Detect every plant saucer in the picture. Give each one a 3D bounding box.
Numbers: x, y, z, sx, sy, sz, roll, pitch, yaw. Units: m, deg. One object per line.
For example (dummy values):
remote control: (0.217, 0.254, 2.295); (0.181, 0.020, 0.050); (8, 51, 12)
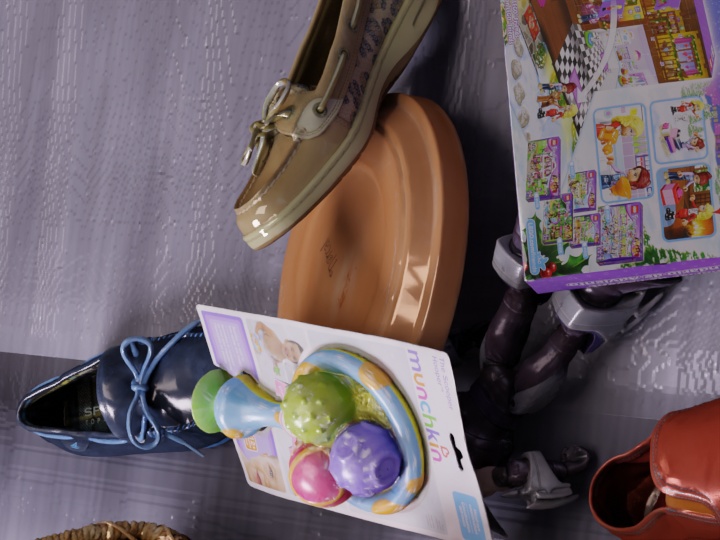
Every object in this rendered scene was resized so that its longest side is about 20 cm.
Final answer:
plant saucer: (0.000, 0.000, 1.592); (0.200, 0.032, 0.201); (-43, 41, 53)

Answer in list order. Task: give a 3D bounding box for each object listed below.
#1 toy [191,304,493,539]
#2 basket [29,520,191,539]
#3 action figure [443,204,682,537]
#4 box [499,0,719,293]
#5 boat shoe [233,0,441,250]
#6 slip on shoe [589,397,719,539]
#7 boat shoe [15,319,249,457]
toy: (-0.022, 0.088, 1.533); (0.200, 0.047, 0.116); (13, 124, 50)
basket: (-0.122, 0.239, 1.631); (0.142, 0.149, 0.201); (-28, 61, 12)
action figure: (0.081, 0.058, 1.521); (0.130, 0.069, 0.200); (51, 125, 30)
box: (0.142, -0.096, 1.439); (0.136, 0.039, 0.201); (-7, 79, 13)
boat shoe: (-0.024, -0.099, 1.583); (0.073, 0.063, 0.200); (-26, 30, 53)
slip on shoe: (0.169, 0.092, 1.373); (0.200, 0.061, 0.074); (140, 147, -61)
boat shoe: (-0.132, 0.082, 1.747); (0.200, 0.068, 0.085); (-26, 67, 43)
